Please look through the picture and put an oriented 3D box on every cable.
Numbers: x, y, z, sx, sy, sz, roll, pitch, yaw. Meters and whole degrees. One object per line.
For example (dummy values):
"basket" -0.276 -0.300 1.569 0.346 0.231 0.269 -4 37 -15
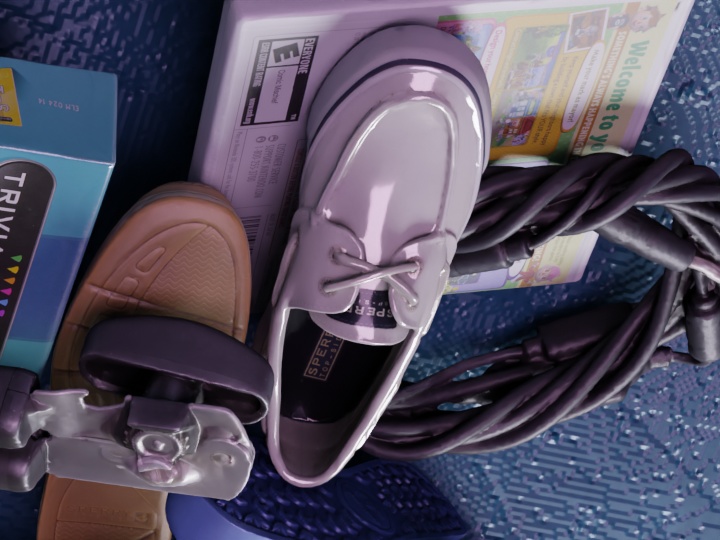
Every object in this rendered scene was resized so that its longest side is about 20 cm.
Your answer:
"cable" 0.063 0.015 1.194 0.199 0.051 0.163 -8 146 -10

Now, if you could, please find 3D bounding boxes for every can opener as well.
"can opener" -0.133 0.046 1.097 0.199 0.067 0.053 8 140 8

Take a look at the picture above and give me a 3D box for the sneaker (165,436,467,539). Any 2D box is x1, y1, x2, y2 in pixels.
"sneaker" -0.028 0.119 1.192 0.078 0.070 0.200 -49 153 15

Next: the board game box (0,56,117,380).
"board game box" -0.203 -0.023 1.077 0.199 0.047 0.151 8 140 -14

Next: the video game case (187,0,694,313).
"video game case" 0.023 -0.050 1.146 0.181 0.022 0.200 -5 147 -16

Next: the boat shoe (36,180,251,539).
"boat shoe" -0.092 0.040 1.164 0.073 0.069 0.201 12 123 -12

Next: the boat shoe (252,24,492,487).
"boat shoe" 0.000 0.000 1.101 0.072 0.066 0.200 14 130 -14
